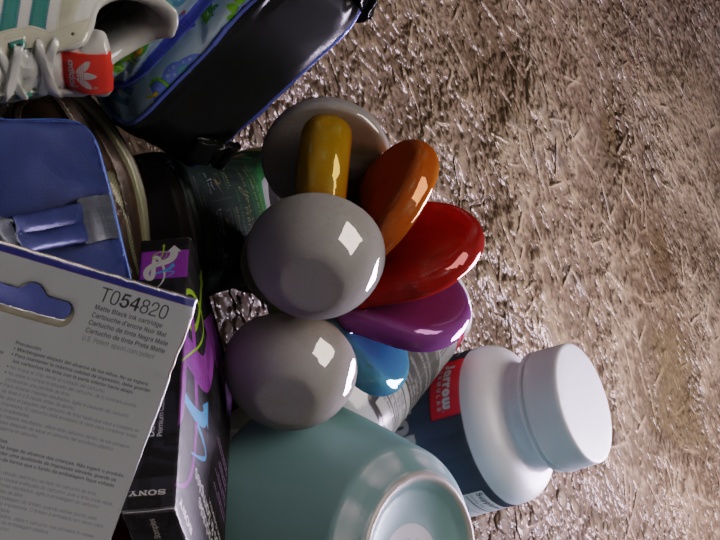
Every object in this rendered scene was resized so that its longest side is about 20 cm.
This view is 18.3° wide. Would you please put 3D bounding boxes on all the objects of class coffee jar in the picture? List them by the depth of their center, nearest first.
[{"bbox_3d":[-0.097,-0.031,1.540,0.200,0.085,0.105,-8,85,-62],"label":"coffee jar"}]

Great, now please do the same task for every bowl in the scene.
[{"bbox_3d":[-0.001,0.181,1.422,0.201,0.105,0.201,2,87,-50],"label":"bowl"}]

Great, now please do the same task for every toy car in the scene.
[{"bbox_3d":[0.000,0.000,1.404,0.175,0.150,0.200,-86,-172,-55],"label":"toy car"}]

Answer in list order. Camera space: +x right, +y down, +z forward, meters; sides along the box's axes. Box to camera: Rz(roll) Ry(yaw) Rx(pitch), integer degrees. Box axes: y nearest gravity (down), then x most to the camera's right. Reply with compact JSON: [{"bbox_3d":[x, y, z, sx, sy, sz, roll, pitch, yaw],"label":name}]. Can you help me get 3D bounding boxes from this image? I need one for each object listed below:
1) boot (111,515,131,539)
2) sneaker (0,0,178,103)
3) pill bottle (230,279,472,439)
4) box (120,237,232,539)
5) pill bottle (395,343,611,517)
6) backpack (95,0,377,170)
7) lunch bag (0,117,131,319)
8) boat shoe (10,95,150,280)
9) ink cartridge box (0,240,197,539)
[{"bbox_3d":[-0.173,0.155,1.312,0.200,0.075,0.108,31,43,-62],"label":"boot"},{"bbox_3d":[-0.190,-0.127,1.258,0.200,0.093,0.070,-31,143,-36],"label":"sneaker"},{"bbox_3d":[-0.015,0.073,1.565,0.200,0.111,0.111,-51,121,-35],"label":"pill bottle"},{"bbox_3d":[-0.105,0.101,1.316,0.143,0.036,0.200,78,10,-49],"label":"box"},{"bbox_3d":[0.076,0.121,1.648,0.120,0.200,0.120,41,40,-46],"label":"pill bottle"},{"bbox_3d":[-0.122,-0.195,1.421,0.147,0.183,0.200,34,14,-50],"label":"backpack"},{"bbox_3d":[-0.221,-0.014,1.244,0.200,0.132,0.136,-13,85,-64],"label":"lunch bag"},{"bbox_3d":[-0.171,-0.020,1.404,0.203,0.075,0.075,68,25,-10],"label":"boat shoe"},{"bbox_3d":[-0.202,0.079,1.149,0.199,0.041,0.200,19,95,-36],"label":"ink cartridge box"}]
